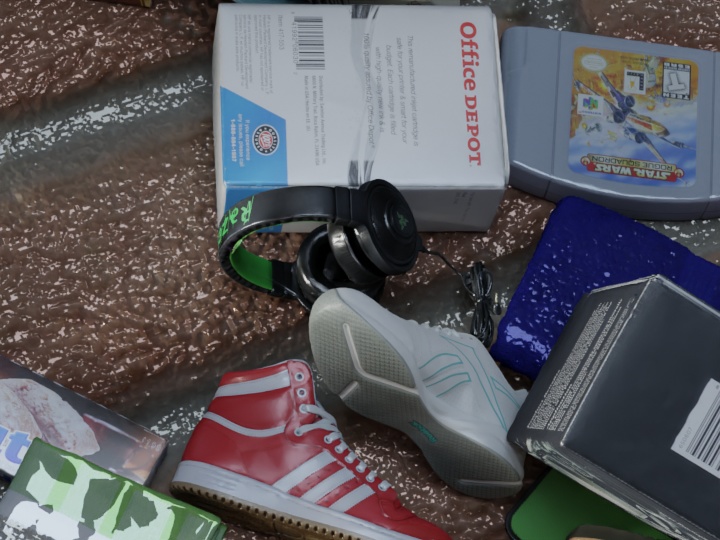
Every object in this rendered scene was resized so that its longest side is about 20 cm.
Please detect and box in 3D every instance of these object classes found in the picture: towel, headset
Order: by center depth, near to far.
[{"bbox_3d":[-0.190,0.223,1.501,0.148,0.031,0.201,23,73,3],"label":"towel"},{"bbox_3d":[0.000,0.000,1.594,0.199,0.124,0.095,9,62,-22],"label":"headset"},{"bbox_3d":[0.201,0.047,1.630,0.199,0.050,0.148,26,62,4],"label":"towel"}]

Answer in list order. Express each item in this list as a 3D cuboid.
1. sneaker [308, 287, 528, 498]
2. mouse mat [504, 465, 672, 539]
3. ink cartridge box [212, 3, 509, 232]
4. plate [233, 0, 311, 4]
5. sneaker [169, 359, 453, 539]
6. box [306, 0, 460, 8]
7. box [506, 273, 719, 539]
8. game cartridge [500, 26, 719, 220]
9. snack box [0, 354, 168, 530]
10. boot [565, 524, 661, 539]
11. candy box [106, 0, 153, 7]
[{"bbox_3d":[0.041,0.069,1.564,0.200,0.070,0.081,43,47,-29],"label":"sneaker"},{"bbox_3d":[0.215,0.156,1.609,0.161,0.008,0.200,39,68,11],"label":"mouse mat"},{"bbox_3d":[-0.003,-0.107,1.658,0.198,0.086,0.148,1,66,-8],"label":"ink cartridge box"},{"bbox_3d":[-0.071,-0.282,1.697,0.199,0.025,0.202,20,62,-42],"label":"plate"},{"bbox_3d":[-0.016,0.128,1.557,0.199,0.071,0.113,18,68,4],"label":"sneaker"},{"bbox_3d":[-0.018,-0.236,1.658,0.199,0.082,0.069,28,58,-40],"label":"box"},{"bbox_3d":[0.217,0.106,1.473,0.199,0.197,0.124,31,86,-3],"label":"box"},{"bbox_3d":[0.197,-0.104,1.710,0.198,0.042,0.134,7,61,-4],"label":"game cartridge"},{"bbox_3d":[-0.232,0.103,1.568,0.199,0.024,0.072,26,67,5],"label":"snack box"},{"bbox_3d":[0.206,0.263,1.519,0.199,0.078,0.139,25,71,2],"label":"boot"},{"bbox_3d":[-0.242,-0.252,1.679,0.198,0.117,0.057,9,65,-4],"label":"candy box"}]
